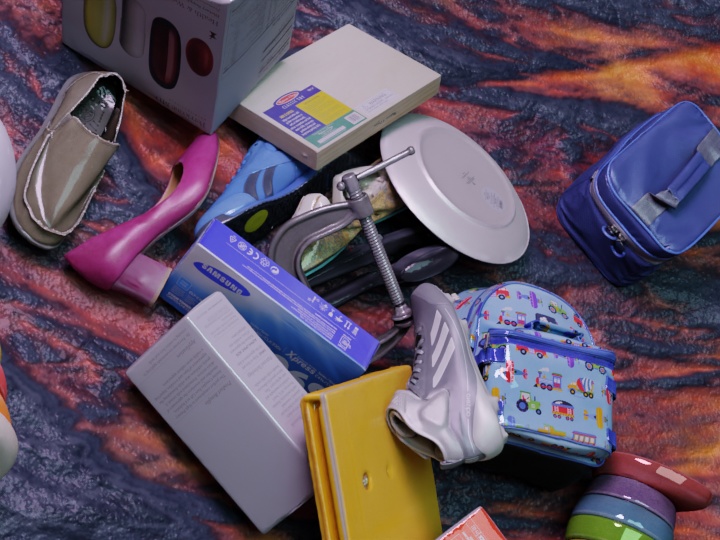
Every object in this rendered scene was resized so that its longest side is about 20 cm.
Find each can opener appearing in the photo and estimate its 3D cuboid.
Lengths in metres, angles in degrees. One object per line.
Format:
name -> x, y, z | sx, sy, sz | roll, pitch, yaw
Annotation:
can opener -> 0.000, 0.001, 1.609 | 0.199, 0.079, 0.064 | -18, 85, -21

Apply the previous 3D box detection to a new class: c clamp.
c clamp -> 0.000, 0.000, 1.553 | 0.170, 0.027, 0.201 | -20, 112, -8

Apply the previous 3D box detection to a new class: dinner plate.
dinner plate -> 0.106, -0.093, 1.674 | 0.200, 0.024, 0.201 | 28, 38, -25

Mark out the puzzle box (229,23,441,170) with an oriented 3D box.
puzzle box -> -0.029, -0.183, 1.645 | 0.133, 0.026, 0.200 | 34, 48, 26

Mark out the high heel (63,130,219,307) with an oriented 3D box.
high heel -> -0.205, -0.069, 1.535 | 0.096, 0.067, 0.201 | 28, 60, -15

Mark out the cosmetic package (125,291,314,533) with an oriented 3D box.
cosmetic package -> -0.110, 0.130, 1.468 | 0.200, 0.102, 0.074 | 50, 31, -1

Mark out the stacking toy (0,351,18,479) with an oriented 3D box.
stacking toy -> -0.360, 0.083, 1.386 | 0.145, 0.146, 0.201 | 17, 44, -18

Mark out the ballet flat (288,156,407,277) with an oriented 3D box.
ballet flat -> -0.025, -0.059, 1.612 | 0.200, 0.071, 0.071 | -34, 86, -35

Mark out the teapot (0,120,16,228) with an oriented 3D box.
teapot -> -0.391, -0.057, 1.403 | 0.199, 0.147, 0.198 | -19, 48, -13

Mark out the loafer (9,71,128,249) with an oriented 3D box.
loafer -> -0.275, -0.114, 1.512 | 0.075, 0.070, 0.201 | 29, 58, -28

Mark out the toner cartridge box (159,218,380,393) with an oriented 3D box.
toner cartridge box -> -0.088, 0.046, 1.522 | 0.200, 0.095, 0.043 | 37, 44, -7

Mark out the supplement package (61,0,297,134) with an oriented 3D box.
supplement package -> -0.172, -0.280, 1.536 | 0.191, 0.200, 0.147 | 31, 58, 10

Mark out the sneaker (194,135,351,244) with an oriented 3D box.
sneaker -> -0.102, -0.087, 1.601 | 0.200, 0.066, 0.078 | -36, 69, -30

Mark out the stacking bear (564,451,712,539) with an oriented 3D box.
stacking bear -> 0.251, 0.293, 1.581 | 0.113, 0.121, 0.201 | 30, 67, -14

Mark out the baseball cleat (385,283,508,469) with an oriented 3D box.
baseball cleat -> 0.064, 0.095, 1.490 | 0.106, 0.070, 0.201 | -13, 49, -14

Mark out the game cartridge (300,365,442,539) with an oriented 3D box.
game cartridge -> 0.014, 0.186, 1.469 | 0.200, 0.032, 0.177 | -9, 90, -66

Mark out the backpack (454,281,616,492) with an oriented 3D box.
backpack -> 0.167, 0.100, 1.604 | 0.182, 0.135, 0.201 | 19, 60, -18

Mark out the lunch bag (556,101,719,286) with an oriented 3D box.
lunch bag -> 0.323, -0.085, 1.754 | 0.136, 0.132, 0.200 | 48, 57, 0

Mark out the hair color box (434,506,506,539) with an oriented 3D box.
hair color box -> 0.042, 0.303, 1.443 | 0.200, 0.102, 0.061 | -35, 79, -14
